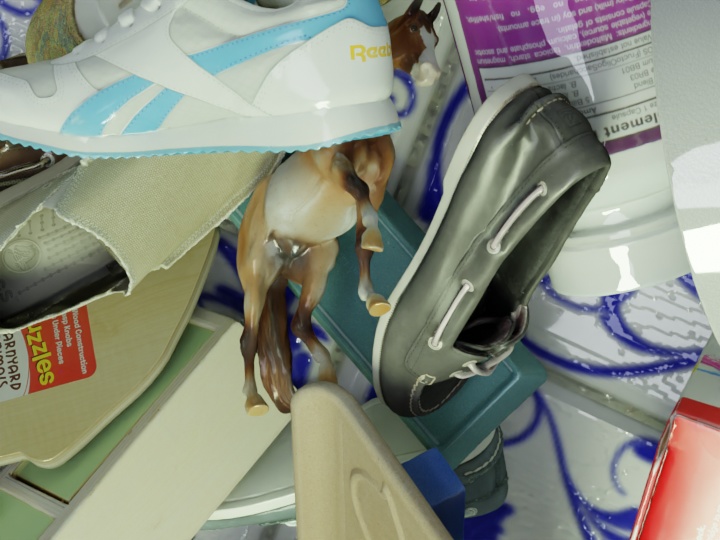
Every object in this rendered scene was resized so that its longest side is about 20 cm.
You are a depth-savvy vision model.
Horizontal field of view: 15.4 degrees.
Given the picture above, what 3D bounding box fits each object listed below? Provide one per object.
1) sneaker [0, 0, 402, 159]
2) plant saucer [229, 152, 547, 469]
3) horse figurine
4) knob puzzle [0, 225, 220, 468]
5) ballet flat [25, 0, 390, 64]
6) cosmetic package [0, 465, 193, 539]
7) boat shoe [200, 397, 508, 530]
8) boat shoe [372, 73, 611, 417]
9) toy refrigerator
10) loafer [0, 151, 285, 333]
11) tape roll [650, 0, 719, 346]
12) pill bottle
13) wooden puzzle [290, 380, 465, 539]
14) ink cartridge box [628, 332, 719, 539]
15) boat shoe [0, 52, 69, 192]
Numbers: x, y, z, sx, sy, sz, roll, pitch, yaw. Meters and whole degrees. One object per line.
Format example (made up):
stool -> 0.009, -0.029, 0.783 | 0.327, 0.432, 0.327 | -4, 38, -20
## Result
sneaker -> -0.077, -0.091, 1.157 | 0.199, 0.076, 0.081 | -3, 97, 23
plant saucer -> 0.000, 0.000, 1.272 | 0.070, 0.019, 0.200 | -45, 73, 14
horse figurine -> -0.017, -0.017, 1.213 | 0.050, 0.133, 0.200 | 10, 140, -20
knob puzzle -> -0.162, 0.010, 1.305 | 0.219, 0.030, 0.220 | -6, 63, 11
ballet flat -> -0.070, -0.132, 1.200 | 0.199, 0.071, 0.071 | -13, 104, 15
cosmetic package -> -0.201, 0.133, 1.381 | 0.200, 0.081, 0.113 | 38, 115, 0
boat shoe -> -0.022, 0.108, 1.321 | 0.199, 0.073, 0.062 | -12, 128, 17
boat shoe -> 0.056, 0.005, 1.165 | 0.057, 0.067, 0.200 | 41, 136, 23
toy refrigerator -> -0.126, 0.108, 1.281 | 0.076, 0.200, 0.070 | 18, 153, 52
loafer -> -0.110, -0.027, 1.244 | 0.200, 0.068, 0.076 | -34, 122, 6
tape roll -> 0.168, -0.054, 1.138 | 0.037, 0.203, 0.203 | -10, 105, 19
pill bottle -> 0.101, -0.095, 1.193 | 0.112, 0.112, 0.201 | -11, 105, 20
wooden puzzle -> 0.043, 0.160, 1.214 | 0.200, 0.046, 0.185 | 49, 157, 30
ink cartridge box -> 0.164, 0.103, 1.191 | 0.067, 0.200, 0.117 | 18, 113, 11
boat shoe -> -0.158, -0.071, 1.277 | 0.202, 0.075, 0.075 | -19, 72, 8
